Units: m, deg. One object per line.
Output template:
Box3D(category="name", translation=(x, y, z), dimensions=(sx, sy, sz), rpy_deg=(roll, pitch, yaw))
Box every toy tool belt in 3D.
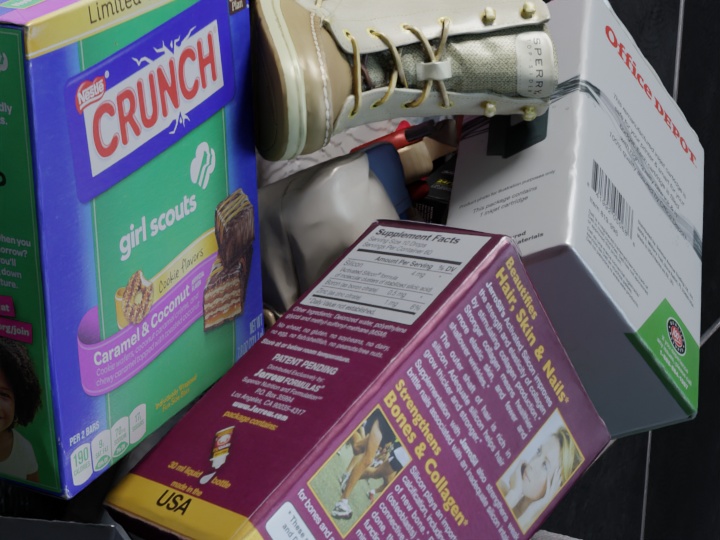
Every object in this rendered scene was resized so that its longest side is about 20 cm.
Box3D(category="toy tool belt", translation=(0.000, 0.000, 0.946), dimensions=(0.200, 0.124, 0.124), rpy_deg=(-31, 101, -61))

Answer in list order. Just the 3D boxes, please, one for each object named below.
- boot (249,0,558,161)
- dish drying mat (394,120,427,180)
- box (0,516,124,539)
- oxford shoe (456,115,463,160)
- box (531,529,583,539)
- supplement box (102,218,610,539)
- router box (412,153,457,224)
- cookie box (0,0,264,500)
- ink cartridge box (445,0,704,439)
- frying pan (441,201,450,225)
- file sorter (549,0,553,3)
Box3D(category="boot", translation=(0.022, -0.100, 0.857), dimensions=(0.200, 0.153, 0.073), rpy_deg=(-100, -168, -73))
Box3D(category="dish drying mat", translation=(0.000, 0.003, 1.087), dimensions=(0.201, 0.018, 0.077), rpy_deg=(-62, 150, -35))
Box3D(category="box", translation=(-0.126, 0.206, 0.751), dimensions=(0.200, 0.078, 0.142), rpy_deg=(74, 19, -60))
Box3D(category="oxford shoe", translation=(0.099, -0.095, 1.090), dimensions=(0.071, 0.074, 0.201), rpy_deg=(121, -34, -48))
Box3D(category="box", translation=(0.087, 0.240, 1.143), dimensions=(0.115, 0.198, 0.133), rpy_deg=(-22, 119, -63))
Box3D(category="supplement box", translation=(0.003, 0.090, 0.805), dimensions=(0.200, 0.103, 0.131), rpy_deg=(-45, 122, -26))
Box3D(category="router box", translation=(0.074, 0.018, 1.192), dimensions=(0.149, 0.051, 0.202), rpy_deg=(-42, 141, -56))
Box3D(category="cookie box", translation=(-0.114, -0.033, 0.760), dimensions=(0.171, 0.075, 0.202), rpy_deg=(-38, 132, -56))
Box3D(category="ink cartridge box", translation=(0.121, -0.030, 0.956), dimensions=(0.147, 0.083, 0.201), rpy_deg=(48, 37, -34))
Box3D(category="frying pan", translation=(0.087, 0.011, 1.067), dimensions=(0.031, 0.115, 0.190), rpy_deg=(-34, 168, 1))
Box3D(category="file sorter", translation=(0.047, -0.212, 0.986), dimensions=(0.200, 0.124, 0.140), rpy_deg=(2, 96, -65))
